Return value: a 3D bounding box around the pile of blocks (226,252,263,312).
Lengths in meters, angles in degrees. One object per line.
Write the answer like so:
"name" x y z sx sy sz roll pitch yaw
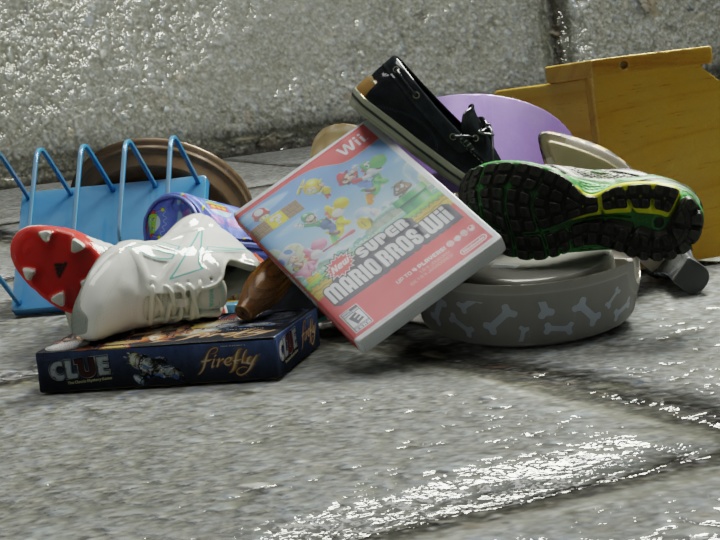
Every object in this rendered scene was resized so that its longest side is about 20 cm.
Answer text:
"pile of blocks" -0.080 0.014 1.802 0.200 0.062 0.082 -9 8 -16

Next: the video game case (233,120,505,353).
"video game case" 0.004 -0.032 1.578 0.143 0.017 0.200 -36 46 -10

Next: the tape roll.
"tape roll" 0.100 -0.069 1.791 0.200 0.085 0.200 1 -32 1

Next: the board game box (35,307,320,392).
"board game box" -0.146 0.063 1.599 0.200 0.035 0.135 -4 8 13

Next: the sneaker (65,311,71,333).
"sneaker" -0.227 0.020 1.821 0.084 0.075 0.200 -10 8 2

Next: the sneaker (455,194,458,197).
"sneaker" 0.066 -0.057 1.961 0.106 0.075 0.200 -11 -35 21

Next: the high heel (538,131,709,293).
"high heel" 0.222 -0.059 1.754 0.071 0.200 0.143 -46 10 6

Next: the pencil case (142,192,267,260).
"pencil case" -0.116 -0.025 1.885 0.087 0.078 0.200 18 6 42

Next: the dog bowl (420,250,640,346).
"dog bowl" 0.136 0.008 1.609 0.200 0.059 0.200 -5 17 1

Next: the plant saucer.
"plant saucer" -0.213 -0.059 2.094 0.200 0.200 0.029 -5 44 9

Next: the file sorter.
"file sorter" -0.266 -0.050 1.968 0.200 0.139 0.123 -5 -28 10

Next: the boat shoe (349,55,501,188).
"boat shoe" 0.085 -0.107 1.641 0.200 0.062 0.075 37 8 0

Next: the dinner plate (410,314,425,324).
"dinner plate" 0.131 0.021 1.740 0.200 0.024 0.200 -7 9 1

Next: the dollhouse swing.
"dollhouse swing" 0.242 -0.104 1.915 0.181 0.200 0.176 -9 3 -18

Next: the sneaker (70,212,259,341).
"sneaker" -0.156 0.011 1.613 0.080 0.071 0.200 29 35 24

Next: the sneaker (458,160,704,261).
"sneaker" 0.176 -0.047 1.578 0.200 0.078 0.085 9 13 12

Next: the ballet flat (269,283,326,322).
"ballet flat" 0.000 0.000 1.729 0.200 0.073 0.073 -18 12 -25

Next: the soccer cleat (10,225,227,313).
"soccer cleat" -0.210 0.013 1.720 0.200 0.069 0.085 20 5 -3

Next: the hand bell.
"hand bell" -0.046 -0.024 1.650 0.104 0.104 0.200 0 38 38
